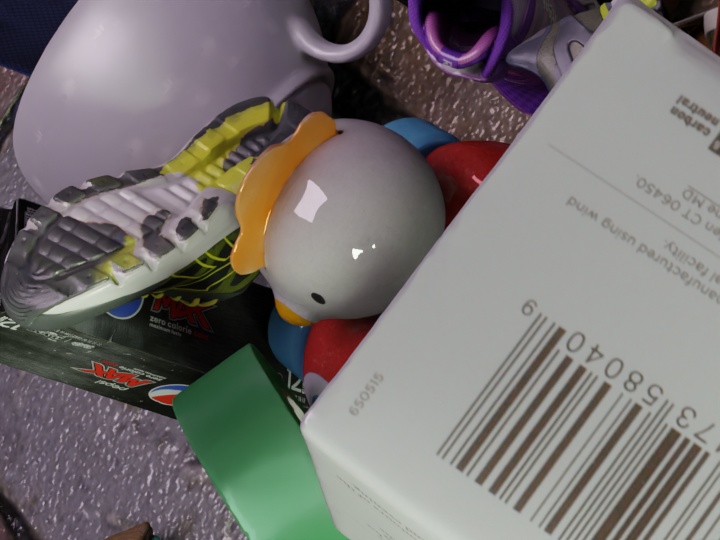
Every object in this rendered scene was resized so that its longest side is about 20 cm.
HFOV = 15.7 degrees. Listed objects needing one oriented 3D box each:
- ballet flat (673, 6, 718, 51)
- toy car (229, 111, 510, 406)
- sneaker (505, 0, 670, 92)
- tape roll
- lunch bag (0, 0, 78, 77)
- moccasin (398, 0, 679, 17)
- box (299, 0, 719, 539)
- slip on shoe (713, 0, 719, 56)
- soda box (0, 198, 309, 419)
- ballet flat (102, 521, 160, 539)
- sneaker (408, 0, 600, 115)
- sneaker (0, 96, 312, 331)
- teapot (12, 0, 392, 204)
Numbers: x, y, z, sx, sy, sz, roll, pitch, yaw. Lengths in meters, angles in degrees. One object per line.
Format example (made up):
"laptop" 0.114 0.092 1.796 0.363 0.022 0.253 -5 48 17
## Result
"ballet flat" 0.167 -0.103 1.236 0.200 0.064 0.067 -18 60 39
"toy car" 0.000 0.000 1.257 0.184 0.200 0.177 36 99 47
"sneaker" 0.123 -0.027 1.195 0.081 0.074 0.200 -13 89 13
"tape roll" -0.013 0.128 1.213 0.048 0.200 0.200 -35 47 -1
"lunch bag" -0.152 -0.203 1.543 0.200 0.136 0.132 -32 52 33
"moccasin" 0.082 -0.169 1.343 0.201 0.074 0.078 1 65 48
"box" 0.117 0.055 0.934 0.199 0.171 0.200 35 77 14
"slip on shoe" 0.177 -0.062 1.157 0.074 0.061 0.200 -102 8 -68
"soda box" -0.120 0.027 1.362 0.071 0.200 0.063 -21 58 43
"ballet flat" -0.181 0.218 1.431 0.072 0.068 0.200 26 97 5
"sneaker" 0.063 -0.122 1.245 0.080 0.200 0.089 14 67 21
"sneaker" -0.090 -0.009 1.301 0.074 0.200 0.085 36 141 35
"teapot" -0.080 -0.088 1.415 0.146 0.200 0.197 37 73 12
